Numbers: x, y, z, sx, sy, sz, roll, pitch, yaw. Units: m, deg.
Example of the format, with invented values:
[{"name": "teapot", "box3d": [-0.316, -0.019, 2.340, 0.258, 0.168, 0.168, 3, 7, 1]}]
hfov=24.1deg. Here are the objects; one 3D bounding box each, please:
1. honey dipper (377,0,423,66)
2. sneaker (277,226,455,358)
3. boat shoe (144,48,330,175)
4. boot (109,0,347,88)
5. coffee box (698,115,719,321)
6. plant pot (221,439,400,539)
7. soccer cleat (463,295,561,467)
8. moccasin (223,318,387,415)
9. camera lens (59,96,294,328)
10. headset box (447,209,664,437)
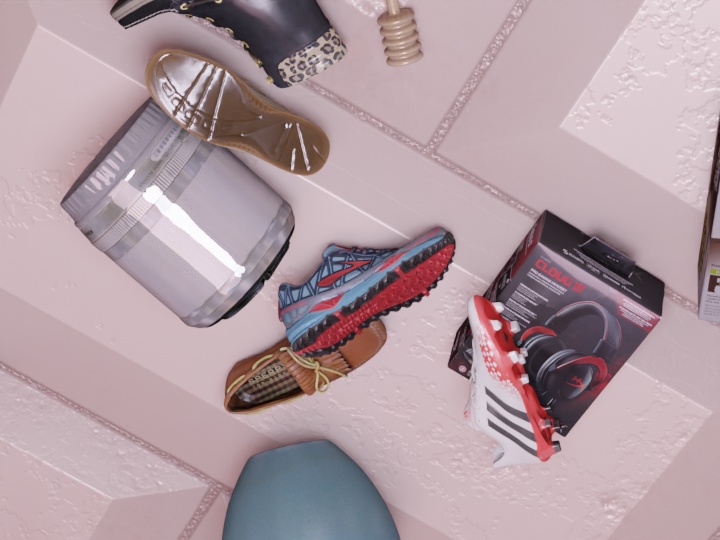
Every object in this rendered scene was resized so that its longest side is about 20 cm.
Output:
[{"name": "honey dipper", "box3d": [0.023, -0.292, 1.580, 0.038, 0.038, 0.201, -6, 113, 15]}, {"name": "sneaker", "box3d": [0.000, 0.000, 1.719, 0.199, 0.096, 0.079, -30, 151, 2]}, {"name": "boat shoe", "box3d": [-0.124, -0.154, 1.647, 0.199, 0.065, 0.072, 25, 94, -21]}, {"name": "boot", "box3d": [-0.126, -0.235, 1.619, 0.203, 0.074, 0.154, -21, 116, 23]}, {"name": "coffee box", "box3d": [0.368, -0.063, 1.582, 0.079, 0.113, 0.201, 7, 121, 8]}, {"name": "plant pot", "box3d": [-0.063, 0.260, 1.837, 0.199, 0.200, 0.136, -16, 79, 19]}, {"name": "soccer cleat", "box3d": [0.133, 0.116, 1.681, 0.085, 0.069, 0.201, -18, 118, 17]}, {"name": "moccasin", "box3d": [-0.061, 0.100, 1.790, 0.200, 0.078, 0.074, -20, 114, 21]}, {"name": "camera lens", "box3d": [-0.177, -0.054, 1.679, 0.200, 0.160, 0.160, 42, 119, -13]}, {"name": "headset box", "box3d": [0.203, 0.048, 1.708, 0.148, 0.075, 0.200, 31, 121, -6]}]
